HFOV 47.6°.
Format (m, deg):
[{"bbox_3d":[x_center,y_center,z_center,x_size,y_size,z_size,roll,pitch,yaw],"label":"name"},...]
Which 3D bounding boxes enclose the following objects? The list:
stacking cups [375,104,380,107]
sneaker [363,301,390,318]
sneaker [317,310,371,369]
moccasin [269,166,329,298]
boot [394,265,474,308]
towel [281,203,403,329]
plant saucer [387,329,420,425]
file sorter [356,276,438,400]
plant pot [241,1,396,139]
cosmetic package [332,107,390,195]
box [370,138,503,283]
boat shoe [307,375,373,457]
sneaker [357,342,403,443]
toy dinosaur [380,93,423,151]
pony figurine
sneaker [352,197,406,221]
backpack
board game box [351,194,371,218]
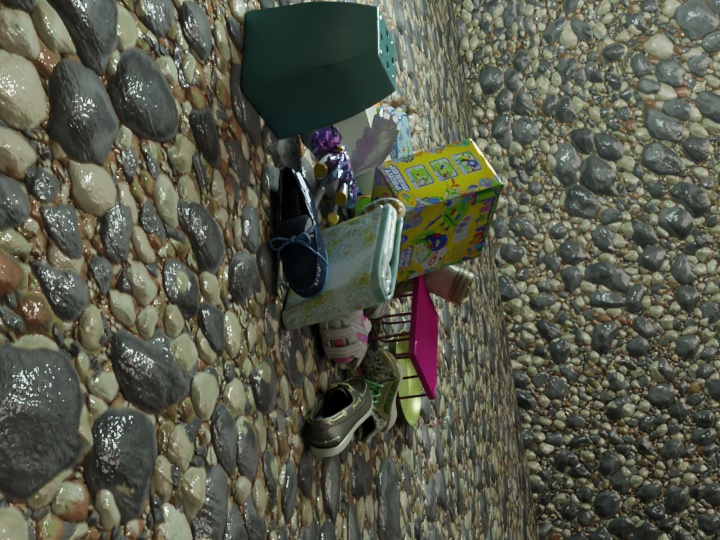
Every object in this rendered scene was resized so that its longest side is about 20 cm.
[{"bbox_3d":[0.019,-0.389,1.711,0.060,0.060,0.202,-26,107,-72],"label":"stacking cups"},{"bbox_3d":[0.000,0.000,1.440,0.081,0.087,0.202,-135,-146,-55],"label":"sneaker"},{"bbox_3d":[-0.026,0.099,1.311,0.200,0.080,0.089,58,30,-59],"label":"sneaker"},{"bbox_3d":[-0.099,-0.057,1.183,0.068,0.080,0.202,53,20,-62],"label":"moccasin"},{"bbox_3d":[0.141,0.028,1.632,0.072,0.154,0.200,-62,174,-26],"label":"boot"},{"bbox_3d":[-0.023,-0.005,1.219,0.048,0.170,0.201,52,31,-31],"label":"towel"},{"bbox_3d":[0.089,0.227,1.725,0.200,0.031,0.202,-8,90,-74],"label":"plant saucer"},{"bbox_3d":[0.069,0.128,1.541,0.201,0.124,0.140,-82,156,-43],"label":"file sorter"},{"bbox_3d":[-0.053,-0.304,1.206,0.141,0.198,0.143,51,35,-60],"label":"plant pot"},{"bbox_3d":[-0.002,-0.252,1.499,0.103,0.072,0.202,33,40,-68],"label":"cosmetic package"},{"bbox_3d":[0.126,-0.103,1.456,0.201,0.191,0.123,99,-32,-52],"label":"box"},{"bbox_3d":[-0.030,0.212,1.275,0.202,0.071,0.061,-50,135,-63],"label":"boat shoe"},{"bbox_3d":[0.023,0.220,1.411,0.089,0.076,0.202,-45,141,-49],"label":"sneaker"},{"bbox_3d":[0.068,-0.337,1.806,0.200,0.135,0.086,38,80,-31],"label":"toy dinosaur"},{"bbox_3d":[-0.040,-0.174,1.329,0.201,0.165,0.194,-76,-175,-58],"label":"pony figurine"},{"bbox_3d":[0.015,-0.032,1.338,0.087,0.200,0.076,23,25,-43],"label":"sneaker"},{"bbox_3d":[0.042,-0.223,1.618,0.163,0.153,0.202,-23,92,-66],"label":"backpack"},{"bbox_3d":[0.077,-0.105,1.566,0.030,0.198,0.097,-139,-137,-62],"label":"board game box"}]
